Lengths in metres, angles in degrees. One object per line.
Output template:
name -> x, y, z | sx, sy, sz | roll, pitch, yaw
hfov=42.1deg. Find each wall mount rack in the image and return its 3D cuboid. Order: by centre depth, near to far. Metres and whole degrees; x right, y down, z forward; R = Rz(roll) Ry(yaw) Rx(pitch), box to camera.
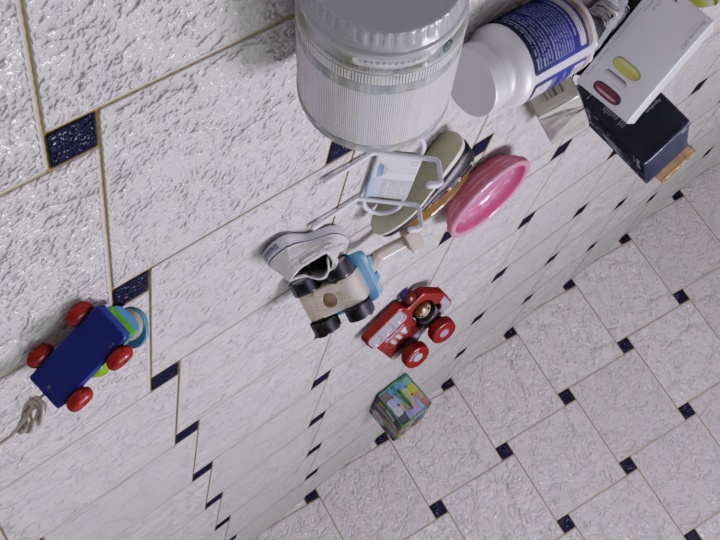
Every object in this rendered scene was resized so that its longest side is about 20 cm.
wall mount rack -> 0.021, -0.114, 1.341 | 0.172, 0.075, 0.201 | 4, 148, -11

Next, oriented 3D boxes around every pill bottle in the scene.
pill bottle -> 0.212, -0.286, 1.247 | 0.199, 0.116, 0.116 | -32, 162, -29

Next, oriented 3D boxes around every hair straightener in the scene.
hair straightener -> 0.401, -0.394, 1.564 | 0.077, 0.041, 0.200 | -23, 160, -47

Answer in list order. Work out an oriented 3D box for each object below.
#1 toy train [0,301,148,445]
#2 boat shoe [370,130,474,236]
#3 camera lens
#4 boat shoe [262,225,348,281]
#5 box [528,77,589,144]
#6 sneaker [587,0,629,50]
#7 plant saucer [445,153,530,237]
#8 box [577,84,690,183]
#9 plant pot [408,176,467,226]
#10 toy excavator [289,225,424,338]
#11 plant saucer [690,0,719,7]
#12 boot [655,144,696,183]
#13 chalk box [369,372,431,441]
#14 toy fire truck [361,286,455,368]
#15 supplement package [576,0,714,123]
toy train -> -0.338, 0.121, 1.107 | 0.200, 0.085, 0.116 | -45, 177, 11
boat shoe -> 0.099, -0.125, 1.462 | 0.202, 0.074, 0.063 | -47, 142, 6
camera lens -> 0.017, -0.220, 0.885 | 0.159, 0.160, 0.200 | -36, 163, -16
boat shoe -> -0.065, -0.020, 1.376 | 0.072, 0.066, 0.200 | -45, 165, 20
box -> 0.337, -0.283, 1.603 | 0.082, 0.069, 0.200 | -28, 167, 15
sneaker -> 0.360, -0.392, 1.420 | 0.116, 0.075, 0.200 | -49, 173, 9
plant saucer -> 0.232, -0.148, 1.767 | 0.200, 0.051, 0.201 | -37, 163, -13
box -> 0.524, -0.292, 1.802 | 0.117, 0.200, 0.196 | -44, 163, 10
plant pot -> 0.120, -0.134, 1.586 | 0.199, 0.028, 0.200 | -38, 163, -14
toy excavator -> 0.000, 0.000, 1.524 | 0.193, 0.101, 0.200 | -24, -165, 21
plant saucer -> 0.687, -0.575, 1.726 | 0.200, 0.048, 0.199 | -47, 163, 17
boot -> 0.645, -0.318, 2.015 | 0.175, 0.200, 0.066 | -45, 164, 12
chalk box -> 0.123, 0.402, 2.799 | 0.123, 0.125, 0.200 | -33, 163, -24
toy fire truck -> 0.109, 0.113, 2.083 | 0.200, 0.112, 0.168 | -44, 145, 5
supplement package -> 0.468, -0.352, 1.532 | 0.201, 0.111, 0.156 | -52, 170, 19
